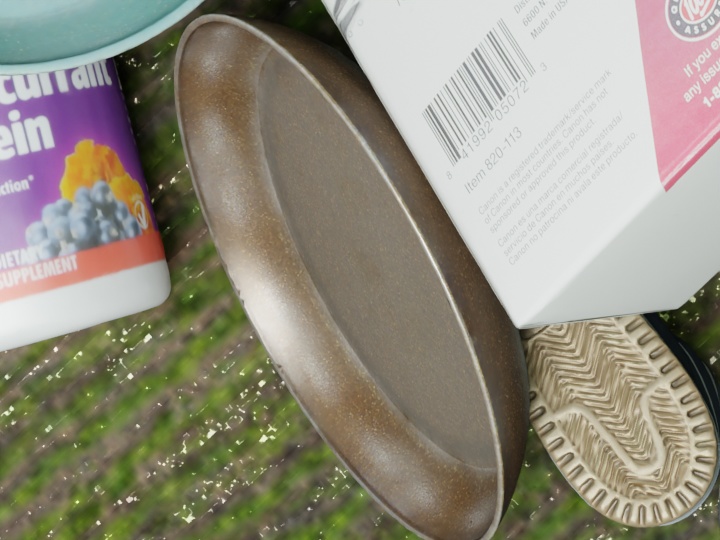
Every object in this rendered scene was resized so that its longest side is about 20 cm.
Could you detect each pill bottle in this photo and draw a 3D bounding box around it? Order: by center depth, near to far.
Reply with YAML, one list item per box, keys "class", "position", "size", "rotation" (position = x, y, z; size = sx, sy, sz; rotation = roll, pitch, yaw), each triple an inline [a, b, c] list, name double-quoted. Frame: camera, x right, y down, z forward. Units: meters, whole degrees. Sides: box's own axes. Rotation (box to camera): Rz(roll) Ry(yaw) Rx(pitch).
- class: "pill bottle"
  position: [-0.143, -0.073, 0.815]
  size: [0.110, 0.111, 0.202]
  rotation: [-14, 92, 7]

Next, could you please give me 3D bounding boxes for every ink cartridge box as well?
- class: "ink cartridge box"
  position: [0.065, -0.107, 0.686]
  size: [0.147, 0.082, 0.201]
  rotation: [-47, 61, 36]

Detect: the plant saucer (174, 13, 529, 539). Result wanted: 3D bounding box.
- class: "plant saucer"
  position: [0.000, 0.000, 0.777]
  size: [0.032, 0.200, 0.201]
  rotation: [-29, 91, -20]

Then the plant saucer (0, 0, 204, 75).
- class: "plant saucer"
  position: [-0.123, -0.157, 0.754]
  size: [0.198, 0.036, 0.202]
  rotation: [3, 79, -14]

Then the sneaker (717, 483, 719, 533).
- class: "sneaker"
  position: [0.167, 0.156, 0.804]
  size: [0.069, 0.100, 0.202]
  rotation: [-17, 92, 9]

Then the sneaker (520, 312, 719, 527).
- class: "sneaker"
  position: [0.068, 0.002, 0.814]
  size: [0.070, 0.108, 0.201]
  rotation: [-29, 75, 9]
